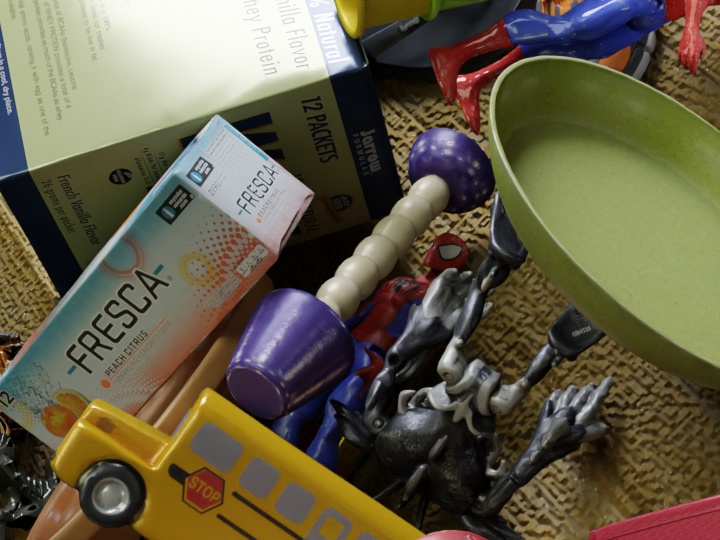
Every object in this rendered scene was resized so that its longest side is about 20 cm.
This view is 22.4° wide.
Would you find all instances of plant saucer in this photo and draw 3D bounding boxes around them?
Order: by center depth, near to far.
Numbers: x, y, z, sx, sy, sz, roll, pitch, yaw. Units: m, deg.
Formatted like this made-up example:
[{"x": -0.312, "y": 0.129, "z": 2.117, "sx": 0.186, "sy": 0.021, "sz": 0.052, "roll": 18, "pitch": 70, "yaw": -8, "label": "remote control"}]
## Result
[{"x": 0.134, "y": -0.016, "z": 0.808, "sx": 0.031, "sy": 0.200, "sz": 0.200, "roll": -53, "pitch": 38, "yaw": 33, "label": "plant saucer"}, {"x": -0.107, "y": 0.085, "z": 0.983, "sx": 0.200, "sy": 0.037, "sz": 0.200, "roll": -49, "pitch": 9, "yaw": 10, "label": "plant saucer"}]

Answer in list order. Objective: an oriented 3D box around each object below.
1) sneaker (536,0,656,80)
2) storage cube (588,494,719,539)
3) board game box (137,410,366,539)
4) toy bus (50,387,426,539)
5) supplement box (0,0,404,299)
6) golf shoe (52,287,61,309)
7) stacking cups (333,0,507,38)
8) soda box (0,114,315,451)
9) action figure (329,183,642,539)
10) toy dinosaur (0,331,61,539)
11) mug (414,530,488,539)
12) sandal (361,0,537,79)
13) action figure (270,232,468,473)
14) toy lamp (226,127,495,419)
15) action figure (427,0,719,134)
[{"x": 0.108, "y": -0.183, "z": 0.985, "sx": 0.077, "sy": 0.112, "sz": 0.200, "roll": -12, "pitch": 56, "yaw": 34, "label": "sneaker"}, {"x": 0.198, "y": 0.180, "z": 0.628, "sx": 0.200, "sy": 0.171, "sz": 0.180, "roll": -21, "pitch": 52, "yaw": 28, "label": "storage cube"}, {"x": -0.084, "y": 0.151, "z": 0.987, "sx": 0.095, "sy": 0.030, "sz": 0.200, "roll": 32, "pitch": 87, "yaw": 46, "label": "board game box"}, {"x": -0.045, "y": 0.120, "z": 0.853, "sx": 0.078, "sy": 0.200, "sz": 0.065, "roll": -56, "pitch": 3, "yaw": -4, "label": "toy bus"}, {"x": -0.102, "y": -0.115, "z": 1.013, "sx": 0.199, "sy": 0.134, "sz": 0.200, "roll": -18, "pitch": 57, "yaw": 0, "label": "supplement box"}, {"x": -0.105, "y": -0.029, "z": 1.089, "sx": 0.200, "sy": 0.077, "sz": 0.088, "roll": -51, "pitch": 48, "yaw": 0, "label": "golf shoe"}, {"x": 0.084, "y": -0.169, "z": 0.914, "sx": 0.200, "sy": 0.061, "sz": 0.061, "roll": -16, "pitch": 45, "yaw": -10, "label": "stacking cups"}, {"x": -0.111, "y": 0.015, "z": 0.938, "sx": 0.200, "sy": 0.068, "sz": 0.064, "roll": -46, "pitch": 10, "yaw": 34, "label": "soda box"}, {"x": 0.064, "y": 0.052, "z": 0.869, "sx": 0.119, "sy": 0.102, "sz": 0.200, "roll": 40, "pitch": 134, "yaw": 12, "label": "action figure"}, {"x": -0.244, "y": 0.102, "z": 1.065, "sx": 0.102, "sy": 0.136, "sz": 0.200, "roll": -25, "pitch": 5, "yaw": 44, "label": "toy dinosaur"}, {"x": 0.009, "y": 0.205, "z": 0.745, "sx": 0.177, "sy": 0.200, "sz": 0.134, "roll": -21, "pitch": 50, "yaw": 27, "label": "mug"}, {"x": 0.021, "y": -0.152, "z": 1.088, "sx": 0.200, "sy": 0.043, "sz": 0.076, "roll": -6, "pitch": 59, "yaw": 37, "label": "sandal"}, {"x": -0.006, "y": 0.054, "z": 0.949, "sx": 0.065, "sy": 0.052, "sz": 0.200, "roll": 15, "pitch": 54, "yaw": 45, "label": "action figure"}, {"x": 0.000, "y": 0.000, "z": 0.915, "sx": 0.058, "sy": 0.058, "sz": 0.200, "roll": -4, "pitch": 34, "yaw": 38, "label": "toy lamp"}, {"x": 0.144, "y": -0.107, "z": 0.906, "sx": 0.200, "sy": 0.065, "sz": 0.099, "roll": -27, "pitch": 67, "yaw": 13, "label": "action figure"}]
